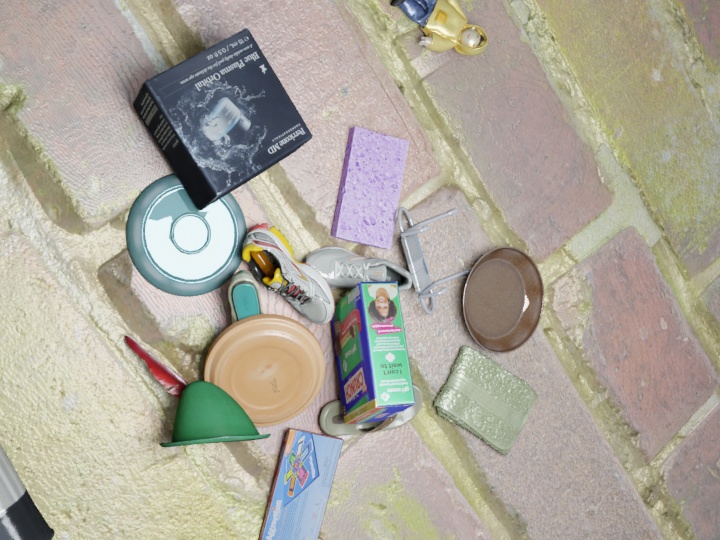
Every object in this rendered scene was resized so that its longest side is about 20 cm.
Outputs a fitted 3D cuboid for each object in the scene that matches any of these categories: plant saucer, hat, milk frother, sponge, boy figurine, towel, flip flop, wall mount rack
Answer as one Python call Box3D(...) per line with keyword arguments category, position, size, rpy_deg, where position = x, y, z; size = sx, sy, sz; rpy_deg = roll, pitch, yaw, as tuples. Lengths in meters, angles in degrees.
Box3D(category="plant saucer", position=(-0.277, -0.059, 1.251), size=(0.197, 0.027, 0.204), rpy_deg=(0, 89, -23))
Box3D(category="hat", position=(-0.240, 0.179, 1.203), size=(0.198, 0.165, 0.179), rpy_deg=(5, 75, -39))
Box3D(category="milk frother", position=(-0.540, 0.341, 1.038), size=(0.179, 0.200, 0.190), rpy_deg=(-30, 100, -17))
Box3D(category="plant saucer", position=(0.265, 0.055, 1.469), size=(0.198, 0.037, 0.204), rpy_deg=(-2, 94, -29))
Box3D(category="sponge", position=(0.018, -0.147, 1.379), size=(0.110, 0.030, 0.203), rpy_deg=(12, 85, -23))
Box3D(category="boy figurine", position=(0.149, -0.457, 1.424), size=(0.199, 0.064, 0.125), rpy_deg=(35, 74, -16))
Box3D(category="towel", position=(0.241, 0.245, 1.465), size=(0.199, 0.036, 0.150), rpy_deg=(34, 76, -19))
Box3D(category="plant saucer", position=(-0.154, 0.168, 1.253), size=(0.197, 0.032, 0.203), rpy_deg=(-5, 115, -11))
Box3D(category="flip flop", position=(0.024, 0.249, 1.359), size=(0.197, 0.057, 0.083), rpy_deg=(-6, 91, -23))
Box3D(category="wall mount rack", position=(0.138, -0.030, 1.406), size=(0.173, 0.074, 0.203), rpy_deg=(-31, 106, -62))

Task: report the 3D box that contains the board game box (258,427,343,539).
Box3D(category="board game box", position=(-0.101, 0.376, 1.314), size=(0.102, 0.019, 0.203), rpy_deg=(16, 88, -23))

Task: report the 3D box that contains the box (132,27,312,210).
Box3D(category="box", position=(-0.216, -0.236, 1.217), size=(0.196, 0.117, 0.201), rpy_deg=(-36, 100, -25))

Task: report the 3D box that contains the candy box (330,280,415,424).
Box3D(category="candy box", position=(0.016, 0.139, 1.271), size=(0.076, 0.169, 0.203), rpy_deg=(-3, 71, -21))

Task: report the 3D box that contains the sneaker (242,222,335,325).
Box3D(category="sneaker", position=(-0.124, 0.019, 1.276), size=(0.200, 0.078, 0.082), rpy_deg=(45, 29, -11))

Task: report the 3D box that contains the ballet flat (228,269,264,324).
Box3D(category="ballet flat", position=(-0.180, 0.093, 1.267), size=(0.066, 0.062, 0.203), rpy_deg=(-4, 114, -10))

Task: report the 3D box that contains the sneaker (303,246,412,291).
Box3D(category="sneaker", position=(0.000, 0.000, 1.334), size=(0.197, 0.092, 0.077), rpy_deg=(6, 87, -22))
